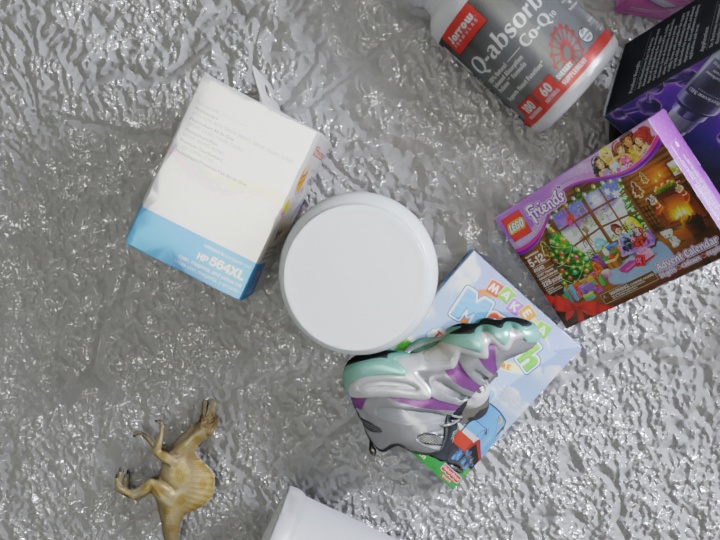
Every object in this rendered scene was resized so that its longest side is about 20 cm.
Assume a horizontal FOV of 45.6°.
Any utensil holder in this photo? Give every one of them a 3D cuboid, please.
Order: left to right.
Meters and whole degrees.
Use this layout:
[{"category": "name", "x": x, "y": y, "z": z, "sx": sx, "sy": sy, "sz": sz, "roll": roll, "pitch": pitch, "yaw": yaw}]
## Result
[{"category": "utensil holder", "x": -0.018, "y": 0.335, "z": 0.850, "sx": 0.199, "sy": 0.170, "sz": 0.171, "roll": 26, "pitch": 94, "yaw": -1}]

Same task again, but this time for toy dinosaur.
[{"category": "toy dinosaur", "x": -0.206, "y": 0.232, "z": 0.906, "sx": 0.100, "sy": 0.058, "sz": 0.202, "roll": 14, "pitch": 94, "yaw": 0}]

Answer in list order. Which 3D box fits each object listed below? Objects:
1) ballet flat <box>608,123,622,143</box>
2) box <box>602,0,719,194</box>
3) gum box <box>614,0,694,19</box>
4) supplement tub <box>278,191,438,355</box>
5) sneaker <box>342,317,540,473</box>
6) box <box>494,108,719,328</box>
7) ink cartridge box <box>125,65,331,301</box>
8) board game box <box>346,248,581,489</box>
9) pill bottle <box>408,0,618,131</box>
[{"category": "ballet flat", "x": 0.281, "y": -0.071, "z": 0.861, "sx": 0.056, "sy": 0.066, "sz": 0.202, "roll": 0, "pitch": 95, "yaw": -7}, {"category": "box", "x": 0.344, "y": -0.169, "z": 0.761, "sx": 0.148, "sy": 0.200, "sz": 0.105, "roll": 34, "pitch": 58, "yaw": -17}, {"category": "gum box", "x": 0.348, "y": -0.280, "z": 0.819, "sx": 0.198, "sy": 0.114, "sz": 0.067, "roll": 8, "pitch": 94, "yaw": 2}, {"category": "supplement tub", "x": 0.000, "y": 0.000, "z": 0.810, "sx": 0.144, "sy": 0.200, "sz": 0.147, "roll": 0, "pitch": 94, "yaw": 3}, {"category": "sneaker", "x": 0.092, "y": 0.131, "z": 0.845, "sx": 0.198, "sy": 0.078, "sz": 0.141, "roll": -16, "pitch": 94, "yaw": 13}, {"category": "box", "x": 0.238, "y": -0.041, "z": 0.813, "sx": 0.200, "sy": 0.039, "sz": 0.137, "roll": -35, "pitch": 87, "yaw": 48}, {"category": "ink cartridge box", "x": -0.119, "y": -0.092, "z": 0.845, "sx": 0.125, "sy": 0.129, "sz": 0.201, "roll": 27, "pitch": 95, "yaw": 0}, {"category": "board game box", "x": 0.106, "y": 0.102, "z": 0.894, "sx": 0.151, "sy": 0.037, "sz": 0.200, "roll": 41, "pitch": 94, "yaw": 0}, {"category": "pill bottle", "x": 0.140, "y": -0.241, "z": 0.831, "sx": 0.200, "sy": 0.116, "sz": 0.116, "roll": 42, "pitch": 94, "yaw": 0}]
